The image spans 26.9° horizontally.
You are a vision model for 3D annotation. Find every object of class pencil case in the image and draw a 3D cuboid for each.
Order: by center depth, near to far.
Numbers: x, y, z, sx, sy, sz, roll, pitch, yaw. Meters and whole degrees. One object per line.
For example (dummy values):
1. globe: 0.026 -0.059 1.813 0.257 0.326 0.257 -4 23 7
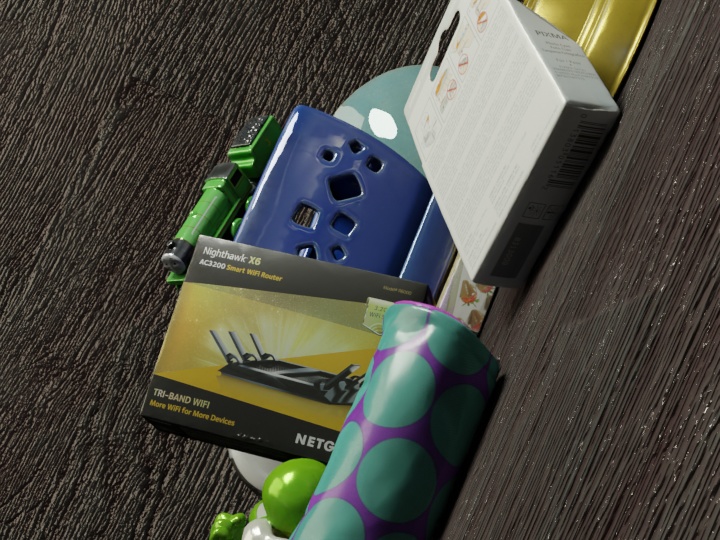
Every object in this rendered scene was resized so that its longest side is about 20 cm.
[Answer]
1. pencil case: 0.018 0.125 0.953 0.201 0.085 0.092 -65 17 -19

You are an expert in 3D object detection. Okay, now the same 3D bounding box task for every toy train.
1. toy train: -0.116 -0.059 1.321 0.042 0.057 0.201 -4 43 37

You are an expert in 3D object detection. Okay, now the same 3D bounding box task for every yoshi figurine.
1. yoshi figurine: -0.047 0.201 1.083 0.112 0.113 0.200 -29 21 2

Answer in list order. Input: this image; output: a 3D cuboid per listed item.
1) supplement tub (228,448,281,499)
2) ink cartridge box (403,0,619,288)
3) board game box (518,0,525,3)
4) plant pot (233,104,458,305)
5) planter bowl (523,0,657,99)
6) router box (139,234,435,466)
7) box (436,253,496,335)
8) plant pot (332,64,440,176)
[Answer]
1. supplement tub: -0.042 0.167 1.382 0.123 0.122 0.200 -65 -15 -11
2. ink cartridge box: 0.099 -0.113 1.081 0.201 0.047 0.161 -108 33 -45
3. board game box: 0.130 -0.226 1.292 0.135 0.028 0.200 -54 8 33
4. plant pot: 0.000 0.000 1.353 0.200 0.179 0.201 71 -140 -67
5. planter bowl: 0.148 -0.160 1.131 0.200 0.083 0.201 -155 90 -89
6. router box: -0.056 0.070 1.199 0.052 0.199 0.158 64 -140 -67
7. box: 0.108 -0.026 1.270 0.041 0.039 0.201 117 178 -60
8. plant pot: 0.070 -0.087 1.527 0.135 0.199 0.201 52 125 46
